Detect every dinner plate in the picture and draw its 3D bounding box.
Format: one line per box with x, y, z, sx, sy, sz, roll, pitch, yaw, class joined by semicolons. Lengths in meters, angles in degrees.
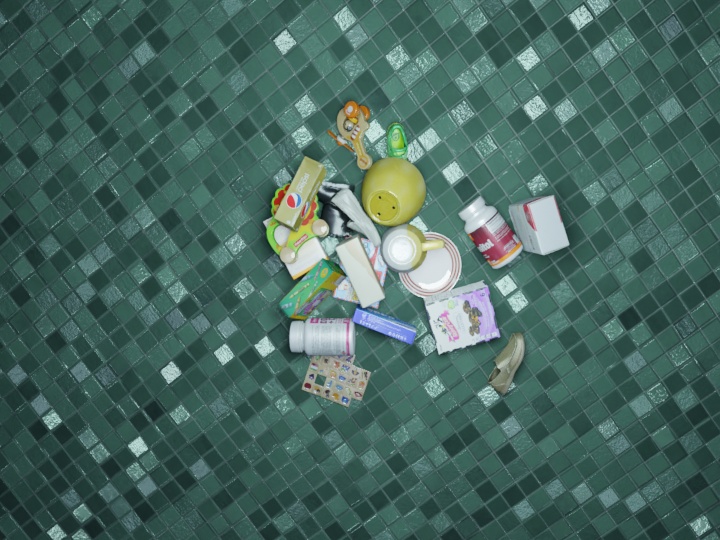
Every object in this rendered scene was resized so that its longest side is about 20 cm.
0.214;-0.017;1.701;0.195;0.024;0.205;0;97;2;dinner plate

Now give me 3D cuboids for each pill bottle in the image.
-0.116;0.206;1.700;0.195;0.113;0.116;0;97;3;pill bottle
0.384;-0.115;1.635;0.112;0.113;0.201;-38;92;7;pill bottle

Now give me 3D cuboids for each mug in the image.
0.138;-0.075;1.611;0.186;0.153;0.150;-40;89;8;mug

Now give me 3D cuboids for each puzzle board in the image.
0.005;0.004;1.719;0.147;0.017;0.204;13;97;2;puzzle board

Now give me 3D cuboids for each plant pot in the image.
0.082;-0.210;1.592;0.196;0.142;0.204;7;118;14;plant pot

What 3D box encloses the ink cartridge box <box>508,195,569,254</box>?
0.510;-0.134;1.583;0.081;0.200;0.148;-19;96;3;ink cartridge box

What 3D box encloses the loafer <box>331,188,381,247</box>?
-0.010;-0.148;1.629;0.069;0.070;0.201;-35;97;2;loafer

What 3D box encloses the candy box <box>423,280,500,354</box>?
0.308;0.144;1.679;0.196;0.072;0.171;-17;104;5;candy box

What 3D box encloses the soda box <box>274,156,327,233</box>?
-0.169;-0.217;1.566;0.063;0.068;0.203;24;82;9;soda box

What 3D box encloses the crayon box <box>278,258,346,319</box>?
-0.144;0.060;1.674;0.200;0.119;0.058;-45;71;8;crayon box

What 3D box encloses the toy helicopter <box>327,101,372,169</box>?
-0.021;-0.392;1.639;0.131;0.078;0.204;-25;79;30;toy helicopter

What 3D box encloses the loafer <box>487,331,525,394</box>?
0.451;0.284;1.695;0.066;0.076;0.204;16;97;-5;loafer

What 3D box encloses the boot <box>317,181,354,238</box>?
-0.108;-0.188;1.676;0.194;0.073;0.166;7;96;-2;boot

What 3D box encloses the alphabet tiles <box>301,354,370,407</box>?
-0.073;0.340;1.767;0.196;0.008;0.170;20;97;0;alphabet tiles

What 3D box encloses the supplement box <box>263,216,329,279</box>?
-0.196;-0.092;1.689;0.124;0.074;0.203;-27;94;3;supplement box

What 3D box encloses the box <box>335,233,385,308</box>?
0.000;0.000;1.657;0.077;0.095;0.203;-24;101;6;box

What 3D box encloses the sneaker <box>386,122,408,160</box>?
0.108;-0.338;1.640;0.072;0.084;0.205;-7;97;4;sneaker

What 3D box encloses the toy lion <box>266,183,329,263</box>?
-0.198;-0.150;1.621;0.199;0.069;0.193;-40;87;2;toy lion

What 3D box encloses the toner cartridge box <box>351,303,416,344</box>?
0.073;0.164;1.694;0.196;0.095;0.044;21;97;0;toner cartridge box
